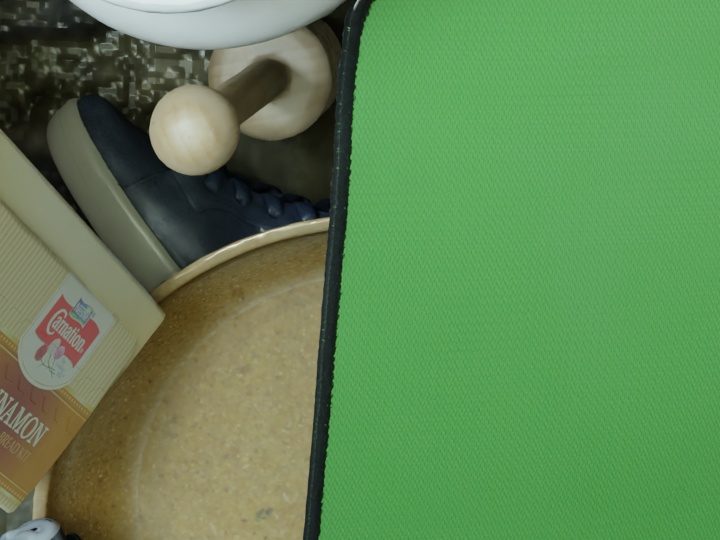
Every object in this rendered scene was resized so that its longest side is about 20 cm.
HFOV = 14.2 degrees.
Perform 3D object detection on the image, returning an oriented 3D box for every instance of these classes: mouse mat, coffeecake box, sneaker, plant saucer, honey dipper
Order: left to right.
[{"bbox_3d":[-0.165,-0.038,0.755,0.200,0.154,0.073,34,81,22],"label":"coffeecake box"},{"bbox_3d":[-0.030,-0.047,0.797,0.038,0.200,0.038,1,99,4],"label":"honey dipper"},{"bbox_3d":[0.000,0.000,0.869,0.200,0.075,0.085,40,101,-12],"label":"sneaker"},{"bbox_3d":[0.006,0.073,0.835,0.199,0.035,0.201,1,110,2],"label":"plant saucer"},{"bbox_3d":[0.062,0.013,0.760,0.160,0.008,0.201,-5,114,-23],"label":"mouse mat"}]

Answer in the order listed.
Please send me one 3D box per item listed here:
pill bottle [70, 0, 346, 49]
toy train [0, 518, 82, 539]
[{"bbox_3d":[-0.034,-0.114,0.732,0.111,0.200,0.112,1,100,6],"label":"pill bottle"},{"bbox_3d":[-0.065,0.158,0.822,0.056,0.042,0.201,-35,107,-31],"label":"toy train"}]
